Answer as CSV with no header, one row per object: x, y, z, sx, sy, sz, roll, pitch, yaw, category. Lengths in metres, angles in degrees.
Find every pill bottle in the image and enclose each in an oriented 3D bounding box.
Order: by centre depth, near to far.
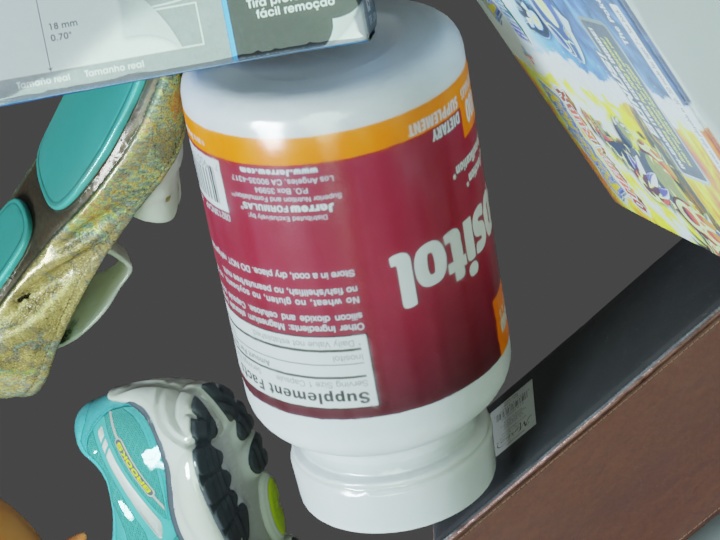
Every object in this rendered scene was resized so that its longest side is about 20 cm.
0.000,0.000,0.901,0.113,0.113,0.200,-8,118,6,pill bottle

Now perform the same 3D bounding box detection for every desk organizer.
0.126,0.061,0.952,0.077,0.072,0.200,40,112,-20,desk organizer

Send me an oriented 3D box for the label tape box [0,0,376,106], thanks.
-0.082,-0.171,0.811,0.144,0.063,0.200,-10,99,6,label tape box

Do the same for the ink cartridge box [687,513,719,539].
0.214,0.141,0.948,0.200,0.147,0.083,-32,113,18,ink cartridge box

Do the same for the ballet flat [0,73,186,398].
-0.114,-0.023,0.926,0.071,0.071,0.200,31,113,-13,ballet flat

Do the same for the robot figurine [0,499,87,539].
-0.209,0.173,0.996,0.144,0.117,0.200,43,113,-2,robot figurine

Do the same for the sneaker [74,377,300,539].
-0.071,0.136,1.008,0.080,0.078,0.200,-5,114,26,sneaker

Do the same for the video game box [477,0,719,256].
0.092,-0.092,0.811,0.047,0.182,0.200,-38,111,-3,video game box
